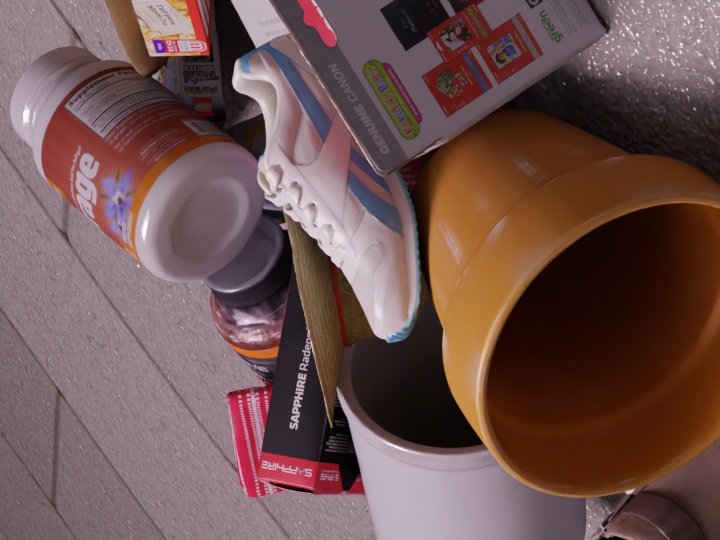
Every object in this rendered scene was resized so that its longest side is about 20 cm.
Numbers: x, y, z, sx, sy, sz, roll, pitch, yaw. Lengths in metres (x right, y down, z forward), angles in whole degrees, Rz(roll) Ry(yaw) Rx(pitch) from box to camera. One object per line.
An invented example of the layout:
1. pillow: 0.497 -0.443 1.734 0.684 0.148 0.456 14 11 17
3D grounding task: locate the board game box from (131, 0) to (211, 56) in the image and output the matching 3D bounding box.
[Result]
1. board game box: -0.131 -0.251 1.417 0.200 0.046 0.152 81 -172 -72

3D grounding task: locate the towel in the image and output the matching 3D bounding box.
1. towel: 0.000 0.127 1.670 0.145 0.199 0.023 87 177 -54

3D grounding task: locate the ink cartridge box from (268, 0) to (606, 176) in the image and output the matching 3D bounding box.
1. ink cartridge box: 0.012 -0.171 1.240 0.200 0.175 0.084 58 157 -5

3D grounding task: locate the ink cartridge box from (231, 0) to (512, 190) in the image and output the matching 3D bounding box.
1. ink cartridge box: -0.002 -0.156 1.402 0.200 0.083 0.145 62 156 -14

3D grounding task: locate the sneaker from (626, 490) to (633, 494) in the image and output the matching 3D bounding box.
1. sneaker: 0.256 0.191 1.394 0.200 0.073 0.112 35 154 56

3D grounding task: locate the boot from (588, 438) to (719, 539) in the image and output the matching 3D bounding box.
1. boot: 0.220 0.130 1.272 0.070 0.146 0.200 54 157 7

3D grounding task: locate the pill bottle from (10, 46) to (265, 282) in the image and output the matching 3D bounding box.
1. pill bottle: -0.170 -0.085 1.576 0.200 0.112 0.112 38 151 37

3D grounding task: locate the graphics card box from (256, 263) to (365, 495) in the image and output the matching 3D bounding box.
1. graphics card box: -0.017 0.060 1.548 0.051 0.201 0.125 9 178 20

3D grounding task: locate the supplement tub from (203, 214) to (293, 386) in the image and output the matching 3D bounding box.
1. supplement tub: -0.048 0.040 1.659 0.107 0.107 0.200 32 167 43

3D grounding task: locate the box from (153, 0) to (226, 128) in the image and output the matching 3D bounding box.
1. box: -0.150 -0.136 1.719 0.200 0.035 0.110 135 131 -66

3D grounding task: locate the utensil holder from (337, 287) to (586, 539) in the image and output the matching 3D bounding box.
1. utensil holder: 0.076 0.125 1.519 0.170 0.170 0.200 38 152 35

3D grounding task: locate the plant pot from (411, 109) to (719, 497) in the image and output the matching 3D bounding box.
1. plant pot: 0.121 0.001 1.266 0.183 0.200 0.201 52 163 51

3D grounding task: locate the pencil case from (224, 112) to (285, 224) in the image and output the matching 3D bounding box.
1. pencil case: -0.039 -0.083 1.578 0.091 0.083 0.200 34 163 -19

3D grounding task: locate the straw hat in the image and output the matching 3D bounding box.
1. straw hat: 0.000 0.000 1.396 0.201 0.085 0.202 167 90 -90

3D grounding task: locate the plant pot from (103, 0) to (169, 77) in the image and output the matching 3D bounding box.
1. plant pot: -0.167 -0.240 1.554 0.200 0.027 0.201 -13 -90 -84

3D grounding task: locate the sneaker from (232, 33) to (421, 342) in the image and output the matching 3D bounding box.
1. sneaker: -0.017 -0.048 1.299 0.077 0.081 0.201 118 135 -74
